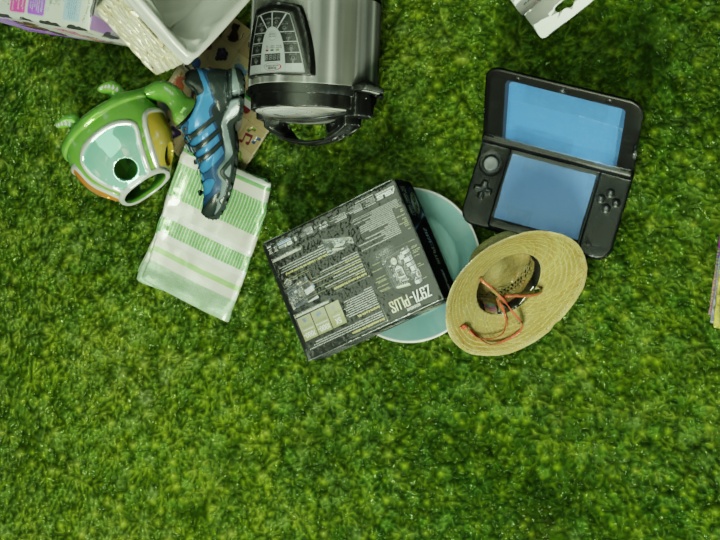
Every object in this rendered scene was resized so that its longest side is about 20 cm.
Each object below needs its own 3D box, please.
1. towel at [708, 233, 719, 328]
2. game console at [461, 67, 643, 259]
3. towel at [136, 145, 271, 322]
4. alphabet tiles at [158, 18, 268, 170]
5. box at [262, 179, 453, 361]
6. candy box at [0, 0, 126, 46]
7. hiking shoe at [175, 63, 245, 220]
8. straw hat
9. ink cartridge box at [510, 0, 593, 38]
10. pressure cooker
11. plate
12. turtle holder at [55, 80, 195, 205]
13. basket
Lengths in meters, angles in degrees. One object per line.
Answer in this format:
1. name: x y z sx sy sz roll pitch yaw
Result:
1. towel: 0.501 -0.023 1.548 0.141 0.023 0.204 8 93 18
2. game console: 0.230 -0.129 1.581 0.197 0.116 0.179 16 83 17
3. towel: -0.213 -0.053 1.768 0.151 0.023 0.203 23 98 15
4. alphabet tiles: -0.190 -0.235 1.773 0.166 0.006 0.201 37 101 15
5. box: 0.000 0.000 1.646 0.198 0.086 0.166 -26 83 16
6. candy box: -0.408 -0.361 1.757 0.197 0.167 0.073 12 94 17
7. hiking shoe: -0.201 -0.169 1.696 0.085 0.074 0.204 6 99 -6
8. straw hat: 0.177 0.004 1.605 0.200 0.201 0.086 -38 43 13
9. ink cartridge box: 0.211 -0.407 1.616 0.115 0.067 0.201 -36 80 13
10. pressure cooker: -0.057 -0.261 1.645 0.175 0.176 0.204 3 92 -9
11. plate: 0.064 -0.007 1.684 0.197 0.026 0.204 0 91 18
12. turtle holder: -0.306 -0.173 1.749 0.184 0.141 0.133 -29 76 -19
13. basket: -0.230 -0.367 1.667 0.136 0.123 0.201 47 61 -20
